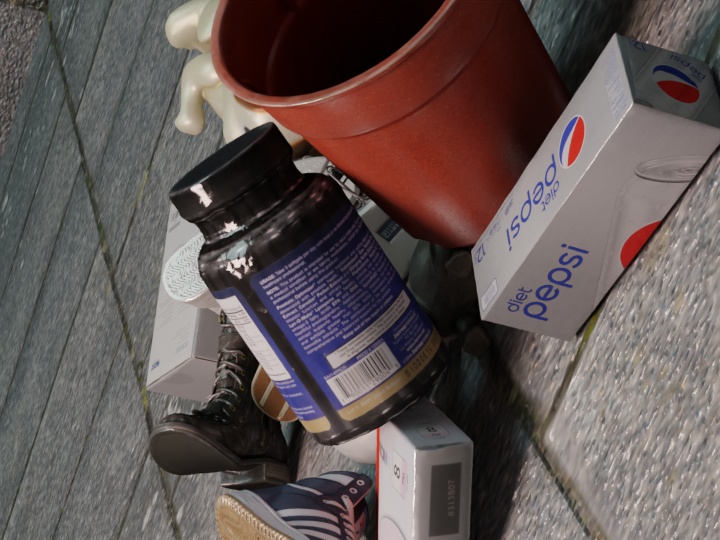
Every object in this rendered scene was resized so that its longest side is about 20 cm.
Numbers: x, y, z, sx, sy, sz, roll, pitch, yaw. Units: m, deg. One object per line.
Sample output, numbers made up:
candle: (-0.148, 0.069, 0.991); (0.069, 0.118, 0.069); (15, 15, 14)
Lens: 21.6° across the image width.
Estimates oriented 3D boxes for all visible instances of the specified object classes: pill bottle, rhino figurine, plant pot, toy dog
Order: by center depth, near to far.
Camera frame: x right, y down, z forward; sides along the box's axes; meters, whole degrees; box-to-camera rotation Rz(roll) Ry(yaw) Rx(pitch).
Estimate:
plant pot: (0.038, -0.128, 1.240); (0.200, 0.195, 0.201); (-21, 45, 23)
pill bottle: (-0.037, 0.007, 1.254); (0.112, 0.200, 0.112); (-32, 13, 8)
rhino figurine: (0.058, 0.027, 1.351); (0.088, 0.060, 0.200); (-107, 30, -52)
toy dog: (-0.081, -0.175, 1.777); (0.193, 0.140, 0.200); (-29, 37, 14)

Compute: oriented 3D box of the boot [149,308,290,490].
boot: (-0.114, 0.092, 1.624); (0.069, 0.200, 0.175); (-7, 70, 24)

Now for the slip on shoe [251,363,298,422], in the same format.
slip on shoe: (-0.024, 0.042, 1.558); (0.200, 0.076, 0.061); (-60, -6, 34)

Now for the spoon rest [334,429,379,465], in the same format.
spoon rest: (-0.026, 0.062, 1.472); (0.200, 0.061, 0.099); (53, 129, 18)

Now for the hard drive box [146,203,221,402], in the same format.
hard drive box: (-0.143, 0.015, 1.863); (0.156, 0.077, 0.201); (149, 132, -63)

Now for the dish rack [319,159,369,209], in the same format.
dish rack: (0.009, -0.099, 1.494); (0.154, 0.054, 0.200); (-54, -3, -37)

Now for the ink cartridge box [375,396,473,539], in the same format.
ink cartridge box: (0.023, 0.163, 1.320); (0.200, 0.057, 0.163); (-145, 52, -63)

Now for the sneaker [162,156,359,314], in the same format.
sneaker: (-0.071, -0.026, 1.700); (0.200, 0.116, 0.074); (-31, 65, 15)

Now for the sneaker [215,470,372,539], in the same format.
sneaker: (-0.017, 0.207, 1.387); (0.200, 0.108, 0.070); (34, 127, 53)

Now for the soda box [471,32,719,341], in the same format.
soda box: (0.143, -0.046, 1.160); (0.064, 0.068, 0.200); (-95, 27, -43)

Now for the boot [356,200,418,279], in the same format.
boot: (0.000, 0.000, 1.412); (0.200, 0.073, 0.090); (-40, -10, -36)
